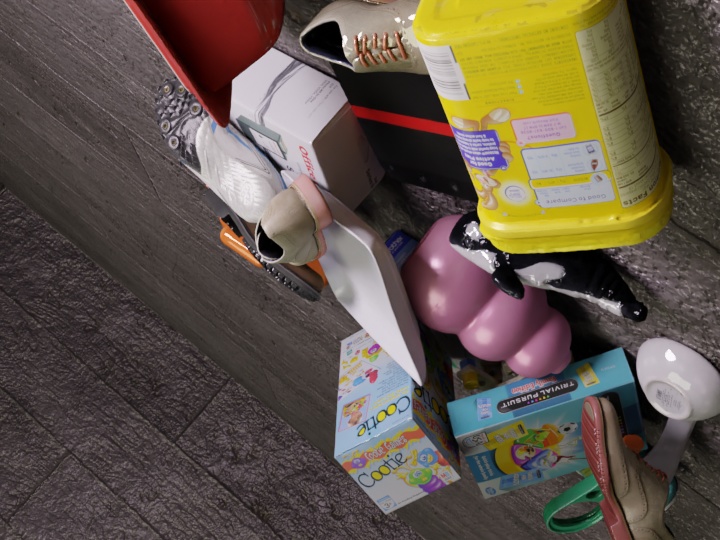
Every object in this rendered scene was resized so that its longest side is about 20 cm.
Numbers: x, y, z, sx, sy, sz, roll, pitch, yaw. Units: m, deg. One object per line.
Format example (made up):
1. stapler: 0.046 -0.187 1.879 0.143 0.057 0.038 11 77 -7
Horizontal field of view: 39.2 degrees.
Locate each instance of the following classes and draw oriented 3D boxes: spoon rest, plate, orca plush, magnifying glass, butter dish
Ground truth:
1. spoon rest: 0.322 0.141 1.036 0.099 0.061 0.202 31 146 30
2. plate: 0.000 0.000 1.076 0.200 0.032 0.201 43 161 48
3. orca plush: 0.177 -0.018 0.931 0.199 0.104 0.072 35 132 30
4. magnifying glass: 0.274 0.253 1.176 0.202 0.078 0.023 110 155 -45
5. butter dish: -0.121 -0.270 0.890 0.200 0.146 0.202 55 -160 -38

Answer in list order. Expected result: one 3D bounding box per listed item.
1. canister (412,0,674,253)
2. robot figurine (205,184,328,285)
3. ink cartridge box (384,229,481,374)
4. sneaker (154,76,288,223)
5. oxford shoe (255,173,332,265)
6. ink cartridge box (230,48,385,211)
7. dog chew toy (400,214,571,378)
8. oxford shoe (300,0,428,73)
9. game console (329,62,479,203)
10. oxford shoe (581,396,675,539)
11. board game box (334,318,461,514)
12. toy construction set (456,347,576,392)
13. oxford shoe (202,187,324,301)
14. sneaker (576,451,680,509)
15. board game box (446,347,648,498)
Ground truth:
1. canister: 0.133 -0.114 0.715 0.146 0.087 0.201 -3 137 26
2. robot figurine: -0.099 -0.066 1.280 0.199 0.145 0.117 37 175 16
3. ink cartridge box: 0.085 0.040 1.261 0.198 0.077 0.137 31 159 29
4. sneaker: -0.154 -0.130 1.121 0.200 0.072 0.072 49 -166 6
5. oxford shoe: -0.078 -0.040 1.035 0.071 0.073 0.200 54 168 10
6. ink cartridge box: -0.081 -0.163 1.131 0.199 0.084 0.147 32 160 30
7. dog chew toy: 0.139 0.035 1.060 0.199 0.125 0.125 38 163 -1
8. oxford shoe: 0.029 -0.183 0.818 0.199 0.073 0.072 18 137 50
9. game console: 0.060 -0.146 0.967 0.199 0.031 0.178 21 147 49
10. oxford shoe: 0.282 0.212 1.063 0.071 0.074 0.203 -99 -9 -65
11. board game box: 0.043 0.153 1.150 0.103 0.104 0.201 51 -158 -26
12. toy construction set: 0.196 0.136 1.174 0.200 0.129 0.094 52 -157 -57
13. oxford shoe: -0.098 -0.049 1.173 0.200 0.084 0.073 49 177 21
14. sneaker: 0.293 0.228 1.230 0.198 0.078 0.080 29 169 37
15. board game box: 0.210 0.174 1.121 0.152 0.197 0.047 61 -167 -48
